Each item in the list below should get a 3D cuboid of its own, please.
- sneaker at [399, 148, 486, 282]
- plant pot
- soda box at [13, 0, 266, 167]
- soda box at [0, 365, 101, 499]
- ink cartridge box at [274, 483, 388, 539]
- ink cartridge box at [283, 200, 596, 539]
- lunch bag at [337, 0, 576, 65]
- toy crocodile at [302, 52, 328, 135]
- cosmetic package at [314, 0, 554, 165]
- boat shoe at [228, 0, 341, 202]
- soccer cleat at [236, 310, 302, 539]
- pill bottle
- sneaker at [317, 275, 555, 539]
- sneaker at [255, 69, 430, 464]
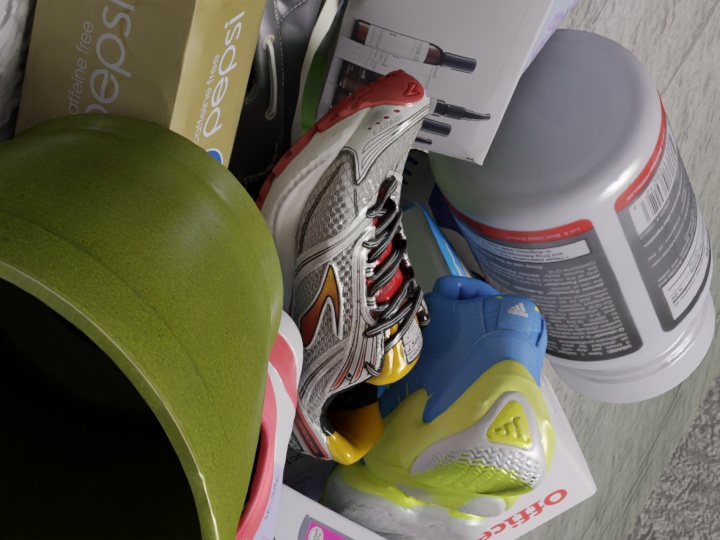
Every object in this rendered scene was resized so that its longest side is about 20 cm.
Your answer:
[{"bbox_3d":[0.005,-0.021,1.265,0.081,0.115,0.199,-35,137,15],"label":"sneaker"},{"bbox_3d":[-0.115,0.039,0.819,0.193,0.200,0.200,-58,168,-61],"label":"plant pot"},{"bbox_3d":[-0.087,-0.066,0.915,0.064,0.068,0.200,-43,154,-51],"label":"soda box"},{"bbox_3d":[-0.135,0.058,0.970,0.200,0.064,0.068,-46,157,-46],"label":"soda box"},{"bbox_3d":[-0.010,0.145,1.154,0.200,0.095,0.037,30,71,-42],"label":"ink cartridge box"},{"bbox_3d":[0.017,0.076,1.220,0.146,0.084,0.200,-30,140,7],"label":"ink cartridge box"},{"bbox_3d":[0.072,-0.206,1.078,0.170,0.127,0.200,-55,170,-23],"label":"lunch bag"},{"bbox_3d":[-0.058,-0.011,1.097,0.200,0.067,0.062,-62,164,-4],"label":"toy crocodile"},{"bbox_3d":[0.037,-0.117,0.995,0.200,0.083,0.051,109,-7,-64],"label":"cosmetic package"},{"bbox_3d":[-0.061,-0.073,1.004,0.068,0.072,0.200,-24,139,-47],"label":"boat shoe"},{"bbox_3d":[-0.065,0.107,1.005,0.073,0.068,0.200,-76,178,-57],"label":"soccer cleat"},{"bbox_3d":[0.114,-0.021,1.207,0.116,0.116,0.200,-57,147,-20],"label":"pill bottle"},{"bbox_3d":[0.041,0.065,1.099,0.200,0.076,0.105,147,-42,-62],"label":"sneaker"},{"bbox_3d":[0.000,0.000,1.016,0.078,0.082,0.200,-39,154,-44],"label":"sneaker"}]
